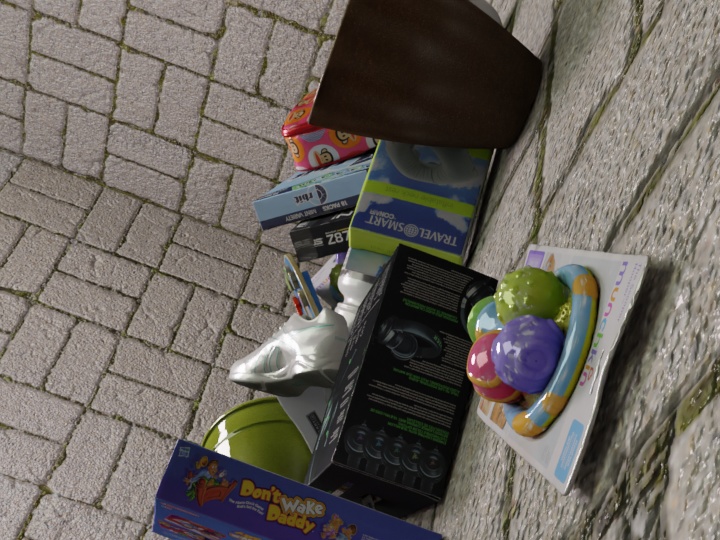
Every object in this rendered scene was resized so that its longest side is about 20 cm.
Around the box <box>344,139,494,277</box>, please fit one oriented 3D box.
[{"bbox_3d":[0.065,-0.082,1.046,0.048,0.121,0.201,88,-162,-62],"label":"box"}]

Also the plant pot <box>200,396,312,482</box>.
[{"bbox_3d":[-0.099,0.292,1.211,0.193,0.199,0.201,-100,28,-58],"label":"plant pot"}]

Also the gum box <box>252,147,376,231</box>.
[{"bbox_3d":[-0.027,-0.121,1.341,0.200,0.169,0.045,-46,-60,-60],"label":"gum box"}]

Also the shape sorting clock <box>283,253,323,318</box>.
[{"bbox_3d":[-0.059,0.073,1.268,0.200,0.039,0.201,157,90,-86],"label":"shape sorting clock"}]

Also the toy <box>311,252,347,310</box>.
[{"bbox_3d":[0.000,0.000,1.270,0.115,0.047,0.200,-43,34,-5],"label":"toy"}]

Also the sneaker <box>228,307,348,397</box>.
[{"bbox_3d":[-0.075,0.094,1.117,0.200,0.070,0.081,-17,59,47],"label":"sneaker"}]

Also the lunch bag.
[{"bbox_3d":[-0.006,-0.220,1.404,0.200,0.175,0.082,-66,-42,-58],"label":"lunch bag"}]

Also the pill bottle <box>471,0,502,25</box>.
[{"bbox_3d":[0.124,-0.297,1.432,0.200,0.112,0.113,119,170,-69],"label":"pill bottle"}]

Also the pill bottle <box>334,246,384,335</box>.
[{"bbox_3d":[0.041,-0.011,1.130,0.114,0.113,0.201,141,148,-83],"label":"pill bottle"}]

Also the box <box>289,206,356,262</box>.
[{"bbox_3d":[0.014,-0.076,1.314,0.200,0.160,0.049,-50,-56,-65],"label":"box"}]

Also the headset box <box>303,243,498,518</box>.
[{"bbox_3d":[0.028,0.108,0.846,0.174,0.092,0.201,119,170,-67],"label":"headset box"}]

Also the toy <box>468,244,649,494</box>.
[{"bbox_3d":[0.088,0.038,0.554,0.200,0.047,0.116,-141,70,-87],"label":"toy"}]

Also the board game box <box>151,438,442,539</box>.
[{"bbox_3d":[-0.054,0.196,0.747,0.135,0.199,0.045,118,172,-63],"label":"board game box"}]

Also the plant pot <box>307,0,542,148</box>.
[{"bbox_3d":[0.072,-0.200,0.998,0.187,0.199,0.188,-160,90,-86],"label":"plant pot"}]

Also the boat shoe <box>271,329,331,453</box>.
[{"bbox_3d":[-0.050,0.161,1.191,0.068,0.201,0.057,-26,-5,17],"label":"boat shoe"}]

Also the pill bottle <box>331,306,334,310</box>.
[{"bbox_3d":[0.022,0.000,1.400,0.201,0.109,0.110,-74,6,-51],"label":"pill bottle"}]
